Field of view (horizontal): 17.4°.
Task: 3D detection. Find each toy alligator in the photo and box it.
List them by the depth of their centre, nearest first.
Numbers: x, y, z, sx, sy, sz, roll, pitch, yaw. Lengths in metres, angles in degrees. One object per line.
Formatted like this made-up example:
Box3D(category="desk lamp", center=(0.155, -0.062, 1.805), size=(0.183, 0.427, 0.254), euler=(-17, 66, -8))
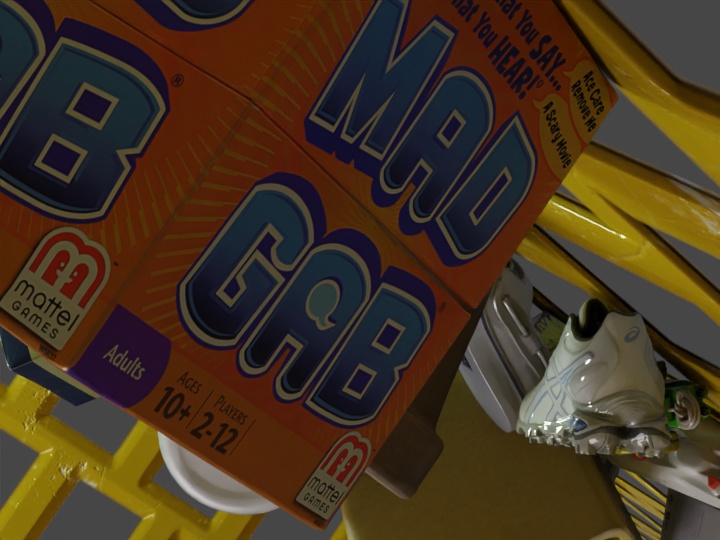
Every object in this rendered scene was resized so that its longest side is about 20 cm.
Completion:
Box3D(category="toy alligator", center=(0.204, 0.088, 1.544), size=(0.054, 0.060, 0.200), euler=(-10, 179, -14))

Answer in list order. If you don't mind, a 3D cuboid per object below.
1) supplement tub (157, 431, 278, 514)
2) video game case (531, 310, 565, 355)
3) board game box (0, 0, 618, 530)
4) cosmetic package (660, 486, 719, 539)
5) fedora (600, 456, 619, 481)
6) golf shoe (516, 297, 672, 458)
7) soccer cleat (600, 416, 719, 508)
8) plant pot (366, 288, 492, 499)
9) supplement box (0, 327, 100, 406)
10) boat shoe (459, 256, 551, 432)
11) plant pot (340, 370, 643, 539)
Box3D(category="supplement tub", center=(-0.073, 0.088, 1.732), size=(0.122, 0.123, 0.200), euler=(35, -161, -4))
Box3D(category="video game case", center=(0.197, 0.099, 1.804), size=(0.181, 0.036, 0.200), euler=(36, 177, 3))
Box3D(category="board game box", center=(-0.066, -0.063, 0.838), size=(0.199, 0.200, 0.200), euler=(33, 176, 30))
Box3D(category="cosmetic package", center=(0.301, 0.215, 1.703), size=(0.107, 0.086, 0.200), euler=(8, -175, -14))
Box3D(category="fedora", center=(0.146, 0.129, 1.963), size=(0.200, 0.177, 0.090), euler=(50, 143, -9))
Box3D(category="golf shoe", center=(0.151, 0.067, 1.490), size=(0.078, 0.098, 0.200), euler=(1, 178, -13))
Box3D(category="soccer cleat", center=(0.229, 0.126, 1.645), size=(0.199, 0.070, 0.077), euler=(29, 178, 41))
Box3D(category="plant pot", center=(-0.002, 0.011, 1.413), size=(0.200, 0.175, 0.200), euler=(35, 177, 2))
Box3D(category="supplement box", center=(-0.193, -0.028, 1.889), size=(0.134, 0.199, 0.201), euler=(44, -155, -67))
Box3D(category="boat shoe", center=(0.086, 0.020, 1.581), size=(0.072, 0.066, 0.201), euler=(35, 157, 58))
Box3D(category="plant pot", center=(0.085, 0.154, 1.733), size=(0.194, 0.194, 0.201), euler=(49, -161, -68))
